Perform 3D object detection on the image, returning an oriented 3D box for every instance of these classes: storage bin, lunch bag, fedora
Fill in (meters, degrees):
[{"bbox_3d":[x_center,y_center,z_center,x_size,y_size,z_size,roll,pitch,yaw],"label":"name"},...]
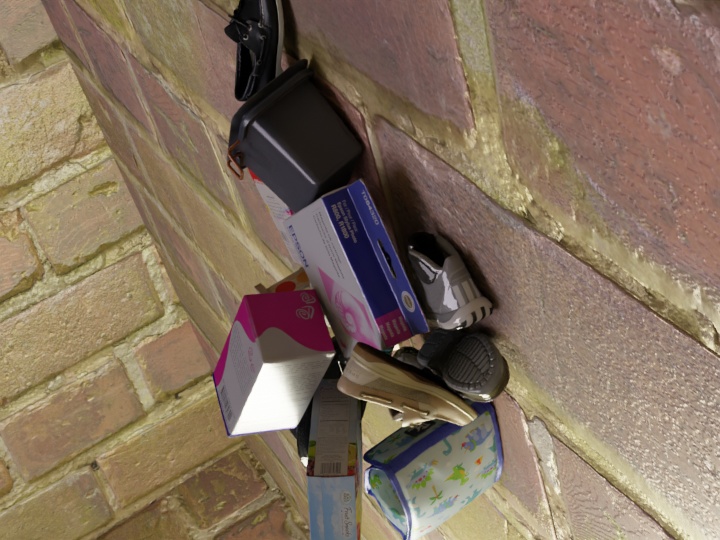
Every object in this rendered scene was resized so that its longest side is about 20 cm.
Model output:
[{"bbox_3d":[-0.085,-0.150,1.492,0.134,0.145,0.200,48,164,6],"label":"storage bin"},{"bbox_3d":[0.098,0.255,1.566,0.128,0.170,0.200,50,163,21],"label":"lunch bag"},{"bbox_3d":[-0.067,0.181,1.680,0.091,0.201,0.201,18,143,29],"label":"fedora"}]

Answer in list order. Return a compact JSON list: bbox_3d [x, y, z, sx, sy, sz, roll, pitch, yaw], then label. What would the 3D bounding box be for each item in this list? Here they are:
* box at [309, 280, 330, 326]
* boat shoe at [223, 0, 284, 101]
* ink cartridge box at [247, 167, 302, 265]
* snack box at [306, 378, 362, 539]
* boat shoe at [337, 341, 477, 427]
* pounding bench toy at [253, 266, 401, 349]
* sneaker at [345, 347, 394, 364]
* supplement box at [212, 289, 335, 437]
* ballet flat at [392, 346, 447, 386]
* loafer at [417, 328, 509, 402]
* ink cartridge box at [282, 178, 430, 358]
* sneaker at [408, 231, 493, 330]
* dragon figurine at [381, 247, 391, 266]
[{"bbox_3d":[-0.046,-0.023,1.577,0.041,0.039,0.200,-43,46,49],"label":"box"},{"bbox_3d":[-0.137,-0.293,1.454,0.200,0.066,0.075,95,153,-48],"label":"boat shoe"},{"bbox_3d":[-0.096,-0.106,1.713,0.200,0.067,0.116,64,164,-16],"label":"ink cartridge box"},{"bbox_3d":[-0.031,0.265,1.530,0.200,0.067,0.169,-90,-2,-58],"label":"snack box"},{"bbox_3d":[0.056,0.150,1.394,0.200,0.065,0.072,28,-176,-36],"label":"boat shoe"},{"bbox_3d":[-0.049,0.083,1.745,0.200,0.156,0.124,41,156,50],"label":"pounding bench toy"},{"bbox_3d":[0.029,0.086,1.542,0.200,0.077,0.087,115,166,-56],"label":"sneaker"},{"bbox_3d":[-0.116,0.122,1.516,0.200,0.103,0.101,116,142,-51],"label":"supplement box"},{"bbox_3d":[0.068,0.140,1.551,0.068,0.068,0.200,37,-178,-5],"label":"ballet flat"},{"bbox_3d":[0.135,0.116,1.404,0.070,0.075,0.200,37,178,-18],"label":"loafer"},{"bbox_3d":[-0.011,0.004,1.417,0.197,0.043,0.200,66,157,0],"label":"ink cartridge box"},{"bbox_3d":[0.079,0.010,1.381,0.200,0.075,0.116,-12,103,64],"label":"sneaker"},{"bbox_3d":[0.000,0.000,1.613,0.200,0.059,0.100,26,141,57],"label":"dragon figurine"}]
